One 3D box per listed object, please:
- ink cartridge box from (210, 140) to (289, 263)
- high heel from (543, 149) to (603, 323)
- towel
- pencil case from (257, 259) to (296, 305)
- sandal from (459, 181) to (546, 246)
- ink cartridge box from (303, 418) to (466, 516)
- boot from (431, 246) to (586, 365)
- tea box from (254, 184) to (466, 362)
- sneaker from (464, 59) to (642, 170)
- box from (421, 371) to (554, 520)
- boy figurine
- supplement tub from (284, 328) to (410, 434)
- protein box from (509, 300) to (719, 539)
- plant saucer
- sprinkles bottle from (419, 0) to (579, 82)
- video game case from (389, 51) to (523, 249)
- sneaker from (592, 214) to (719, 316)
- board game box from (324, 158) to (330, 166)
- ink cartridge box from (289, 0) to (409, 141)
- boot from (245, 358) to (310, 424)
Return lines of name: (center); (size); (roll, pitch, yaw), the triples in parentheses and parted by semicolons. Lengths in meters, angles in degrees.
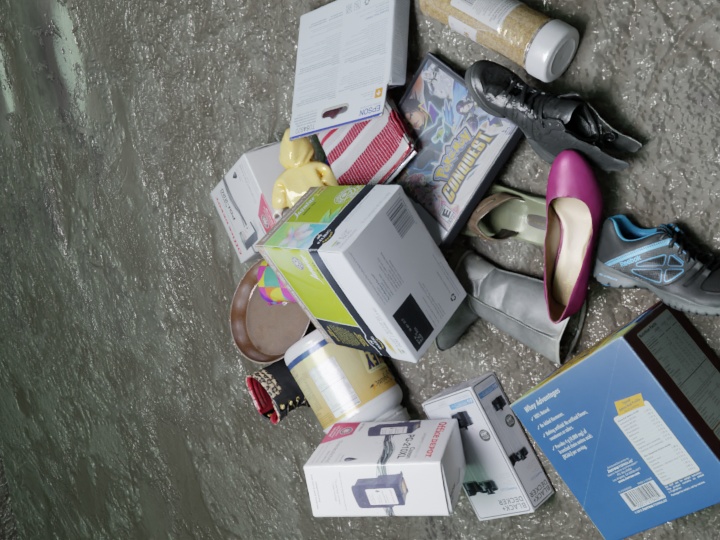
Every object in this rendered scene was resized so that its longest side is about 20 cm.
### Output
ink cartridge box: (-0.167, -0.111, 1.276); (0.200, 0.085, 0.146); (-29, 85, 61)
high heel: (0.244, -0.036, 0.884); (0.067, 0.096, 0.200); (4, 125, 31)
towel: (-0.002, -0.196, 1.079); (0.144, 0.023, 0.200); (-47, 52, 33)
pencil case: (-0.077, 0.020, 1.230); (0.200, 0.088, 0.089); (1, 107, 38)
sandal: (0.185, -0.072, 0.994); (0.201, 0.057, 0.080); (12, 117, 40)
ink cartridge box: (0.040, 0.281, 1.082); (0.200, 0.145, 0.085); (-6, 102, 18)
boot: (0.199, 0.074, 1.043); (0.200, 0.073, 0.182); (27, 125, 28)
tea box: (0.000, 0.000, 1.021); (0.197, 0.134, 0.200); (6, 138, 48)
sneaker: (0.219, -0.184, 0.871); (0.200, 0.060, 0.104); (39, 165, -13)
box: (0.189, 0.265, 1.128); (0.117, 0.060, 0.200); (-30, 85, 47)
boy figurine: (-0.083, -0.118, 1.155); (0.124, 0.064, 0.200); (-22, 88, 11)
supplement tub: (-0.020, 0.189, 1.240); (0.144, 0.144, 0.200); (-41, 78, 45)
protein box: (0.331, 0.179, 0.899); (0.200, 0.135, 0.199); (55, 136, 12)
plant saucer: (-0.152, 0.069, 1.346); (0.200, 0.034, 0.201); (-12, 68, 33)
sprinkles bottle: (0.165, -0.302, 0.912); (0.200, 0.068, 0.068); (39, 130, 27)
video game case: (0.103, -0.160, 1.013); (0.181, 0.025, 0.200); (47, 119, 30)
sneaker: (0.355, -0.006, 0.844); (0.200, 0.073, 0.082); (18, 119, 38)
board game box: (0.016, -0.098, 1.158); (0.200, 0.045, 0.134); (54, 135, 14)
ink cartridge box: (-0.018, -0.288, 1.061); (0.199, 0.041, 0.201); (-3, 78, 45)
boot: (-0.098, 0.230, 1.328); (0.200, 0.150, 0.073); (57, 136, 9)
